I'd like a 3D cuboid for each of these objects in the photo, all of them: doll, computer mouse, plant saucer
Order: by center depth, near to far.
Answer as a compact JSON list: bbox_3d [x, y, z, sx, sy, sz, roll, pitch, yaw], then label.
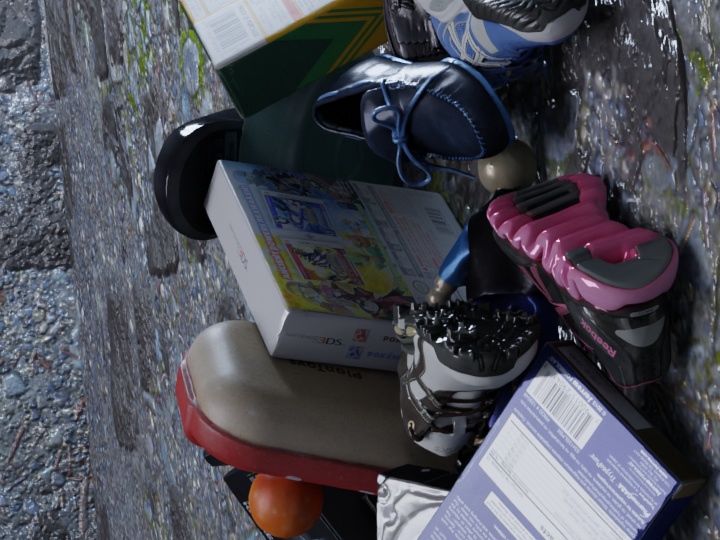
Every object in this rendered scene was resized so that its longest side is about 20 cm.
[{"bbox_3d":[0.095,0.012,1.523,0.136,0.048,0.201,-14,73,48],"label":"doll"},{"bbox_3d":[-0.094,-0.072,1.759,0.053,0.200,0.139,13,104,34],"label":"computer mouse"},{"bbox_3d":[-0.022,-0.089,1.777,0.036,0.200,0.201,10,111,30],"label":"plant saucer"}]

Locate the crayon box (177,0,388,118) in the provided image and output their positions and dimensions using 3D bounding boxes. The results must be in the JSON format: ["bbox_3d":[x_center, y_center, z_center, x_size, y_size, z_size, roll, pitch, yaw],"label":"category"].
[{"bbox_3d":[-0.023,-0.200,1.696,0.052,0.199,0.126,61,180,-35],"label":"crayon box"}]

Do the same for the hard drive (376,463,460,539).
[{"bbox_3d":[0.095,0.206,1.459,0.199,0.038,0.141,9,105,38],"label":"hard drive"}]

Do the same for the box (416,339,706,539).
[{"bbox_3d":[0.106,0.155,1.391,0.121,0.032,0.200,47,120,28],"label":"box"}]

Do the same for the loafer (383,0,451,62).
[{"bbox_3d":[0.044,-0.206,1.596,0.063,0.071,0.201,53,-152,-72],"label":"loafer"}]

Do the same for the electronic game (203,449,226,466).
[{"bbox_3d":[-0.040,0.074,1.742,0.042,0.200,0.200,47,163,-4],"label":"electronic game"}]

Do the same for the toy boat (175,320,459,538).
[{"bbox_3d":[-0.035,0.123,1.583,0.131,0.199,0.131,-110,37,-58],"label":"toy boat"}]

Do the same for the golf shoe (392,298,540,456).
[{"bbox_3d":[0.065,0.068,1.422,0.200,0.077,0.095,-159,70,-84],"label":"golf shoe"}]

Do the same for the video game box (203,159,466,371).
[{"bbox_3d":[0.000,0.000,1.642,0.047,0.181,0.200,-67,27,26],"label":"video game box"}]

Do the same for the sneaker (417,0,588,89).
[{"bbox_3d":[0.098,-0.158,1.476,0.077,0.075,0.200,65,170,-16],"label":"sneaker"}]

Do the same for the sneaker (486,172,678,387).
[{"bbox_3d":[0.134,0.008,1.398,0.200,0.079,0.096,-124,17,-64],"label":"sneaker"}]

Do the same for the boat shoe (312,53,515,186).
[{"bbox_3d":[0.033,-0.093,1.537,0.084,0.068,0.200,65,161,-14],"label":"boat shoe"}]

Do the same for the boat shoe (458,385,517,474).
[{"bbox_3d":[0.100,0.142,1.563,0.200,0.062,0.074,-118,26,-55],"label":"boat shoe"}]

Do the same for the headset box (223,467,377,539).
[{"bbox_3d":[0.001,0.185,1.752,0.174,0.093,0.200,53,162,-1],"label":"headset box"}]
